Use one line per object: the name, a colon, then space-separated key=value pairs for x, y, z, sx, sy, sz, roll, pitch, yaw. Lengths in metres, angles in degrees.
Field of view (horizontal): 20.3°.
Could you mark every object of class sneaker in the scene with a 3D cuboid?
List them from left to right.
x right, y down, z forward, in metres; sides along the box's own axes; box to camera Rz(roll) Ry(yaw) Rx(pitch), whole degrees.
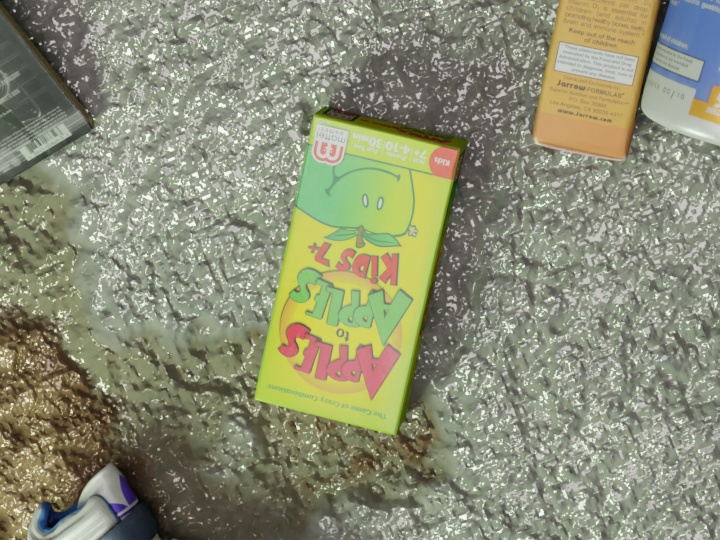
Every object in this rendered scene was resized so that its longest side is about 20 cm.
sneaker: x=-0.138 y=0.203 z=1.399 sx=0.199 sy=0.081 sz=0.147 roll=-10 pitch=104 yaw=16

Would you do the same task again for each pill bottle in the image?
pill bottle: x=0.254 y=-0.179 z=1.248 sx=0.112 sy=0.112 sz=0.201 roll=16 pitch=104 yaw=5

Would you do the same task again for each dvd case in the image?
dvd case: x=-0.297 y=-0.135 z=1.349 sx=0.148 sy=0.016 sz=0.200 roll=-29 pitch=121 yaw=13

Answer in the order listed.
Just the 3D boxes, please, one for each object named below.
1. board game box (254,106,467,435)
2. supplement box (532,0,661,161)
board game box: x=0.000 y=0.000 z=1.355 sx=0.101 sy=0.048 sz=0.201 roll=14 pitch=103 yaw=5
supplement box: x=0.162 y=-0.176 z=1.287 sx=0.068 sy=0.067 sz=0.201 roll=11 pitch=103 yaw=6
